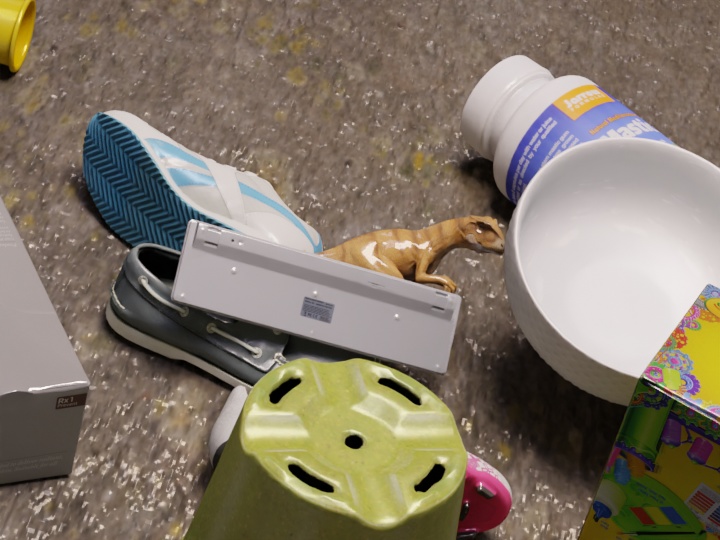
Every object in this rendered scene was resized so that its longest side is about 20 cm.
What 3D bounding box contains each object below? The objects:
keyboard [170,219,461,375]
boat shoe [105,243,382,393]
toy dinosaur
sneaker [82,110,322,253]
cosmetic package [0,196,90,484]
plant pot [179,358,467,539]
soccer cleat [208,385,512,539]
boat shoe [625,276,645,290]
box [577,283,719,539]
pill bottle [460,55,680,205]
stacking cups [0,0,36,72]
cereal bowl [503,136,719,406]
[{"bbox_3d":[-0.028,0.019,1.545,0.198,0.057,0.011,16,-4,-16],"label":"keyboard"},{"bbox_3d":[-0.074,0.036,1.560,0.198,0.062,0.073,19,35,3],"label":"boat shoe"},{"bbox_3d":[0.000,0.000,1.591,0.198,0.107,0.060,-8,20,-10],"label":"toy dinosaur"},{"bbox_3d":[-0.117,-0.047,1.651,0.200,0.077,0.081,39,34,18],"label":"sneaker"},{"bbox_3d":[-0.255,0.042,1.472,0.106,0.091,0.201,-5,45,-25],"label":"cosmetic package"},{"bbox_3d":[-0.022,0.159,1.324,0.198,0.185,0.201,10,38,-8],"label":"plant pot"},{"bbox_3d":[0.002,0.115,1.482,0.198,0.070,0.087,11,38,-6],"label":"soccer cleat"},{"bbox_3d":[0.247,0.038,1.667,0.198,0.071,0.069,-7,41,-29],"label":"boat shoe"},{"bbox_3d":[0.254,0.151,1.426,0.199,0.194,0.122,28,39,14],"label":"box"},{"bbox_3d":[0.172,-0.078,1.753,0.112,0.113,0.200,-23,52,-39],"label":"pill bottle"},{"bbox_3d":[-0.352,-0.209,1.777,0.198,0.061,0.061,17,37,3],"label":"stacking cups"},{"bbox_3d":[0.189,0.012,1.578,0.198,0.084,0.202,6,56,-9],"label":"cereal bowl"}]
